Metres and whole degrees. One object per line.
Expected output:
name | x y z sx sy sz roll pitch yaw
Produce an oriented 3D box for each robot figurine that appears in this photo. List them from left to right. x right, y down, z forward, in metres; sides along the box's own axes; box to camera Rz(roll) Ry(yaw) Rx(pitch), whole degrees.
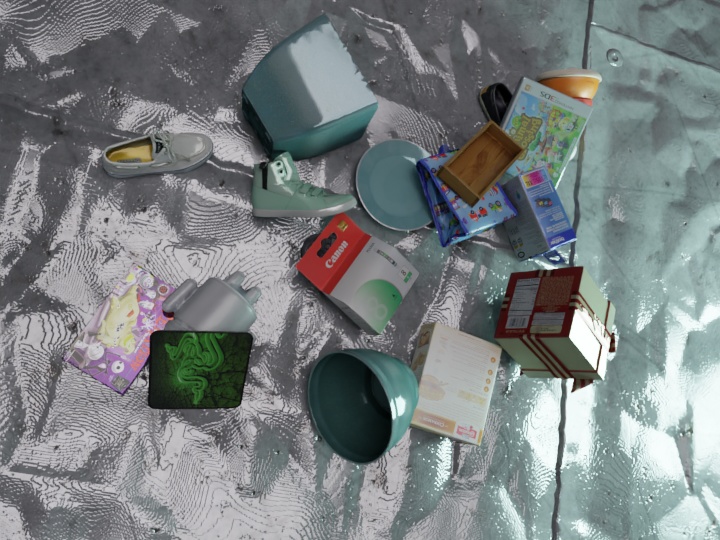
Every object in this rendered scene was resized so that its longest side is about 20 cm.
robot figurine | -0.260 0.092 1.070 0.170 0.113 0.200 43 69 -7

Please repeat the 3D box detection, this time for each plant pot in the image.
plant pot | -0.114 -0.320 1.167 0.200 0.196 0.196 -30 90 -13
plant pot | 0.022 0.228 1.108 0.134 0.200 0.201 -12 82 -47

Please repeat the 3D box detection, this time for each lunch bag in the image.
lunch bag | 0.209 -0.171 1.277 0.150 0.094 0.200 -21 85 -30

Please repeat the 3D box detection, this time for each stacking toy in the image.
stacking toy | 0.469 -0.351 1.408 0.146 0.146 0.201 0 96 -18

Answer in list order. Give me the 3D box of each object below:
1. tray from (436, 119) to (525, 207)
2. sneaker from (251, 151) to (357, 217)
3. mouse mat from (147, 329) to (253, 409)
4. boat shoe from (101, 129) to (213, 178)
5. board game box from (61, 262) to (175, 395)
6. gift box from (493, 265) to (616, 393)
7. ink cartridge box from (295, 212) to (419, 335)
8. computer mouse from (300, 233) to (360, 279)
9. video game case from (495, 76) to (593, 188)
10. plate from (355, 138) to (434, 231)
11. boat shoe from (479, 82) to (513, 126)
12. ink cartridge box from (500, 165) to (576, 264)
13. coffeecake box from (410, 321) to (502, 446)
tray | 0.249 -0.222 1.261 0.099 0.037 0.200 43 55 4
sneaker | -0.108 -0.162 1.148 0.200 0.074 0.119 -1 105 4
mouse mat | -0.270 0.170 1.027 0.160 0.200 0.008 3 39 -17
boat shoe | -0.365 -0.221 1.114 0.201 0.086 0.075 -12 83 -19
board game box | -0.403 0.100 1.069 0.120 0.032 0.200 35 71 -13
gift box | 0.381 0.124 1.217 0.187 0.184 0.200 42 61 -35
ink cartridge box | 0.000 0.000 1.163 0.200 0.050 0.161 45 61 -18
computer mouse | -0.034 -0.007 1.202 0.200 0.053 0.139 20 71 -26
video game case | 0.391 -0.295 1.350 0.182 0.022 0.200 18 105 -15
plate | 0.082 -0.177 1.284 0.200 0.026 0.201 4 78 -17
boat shoe | 0.336 -0.331 1.378 0.075 0.062 0.200 -29 91 -21
ink cartridge box | 0.369 -0.102 1.302 0.076 0.136 0.200 -19 86 -15
coffeecake box | 0.175 0.222 1.207 0.153 0.073 0.200 21 73 -14
